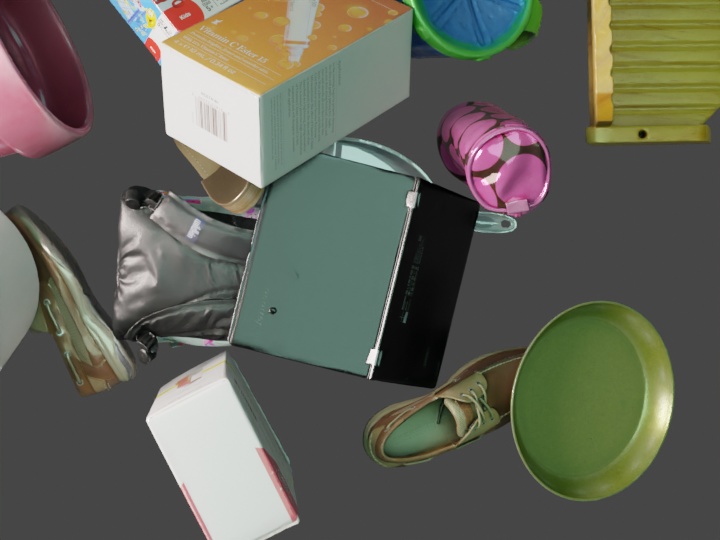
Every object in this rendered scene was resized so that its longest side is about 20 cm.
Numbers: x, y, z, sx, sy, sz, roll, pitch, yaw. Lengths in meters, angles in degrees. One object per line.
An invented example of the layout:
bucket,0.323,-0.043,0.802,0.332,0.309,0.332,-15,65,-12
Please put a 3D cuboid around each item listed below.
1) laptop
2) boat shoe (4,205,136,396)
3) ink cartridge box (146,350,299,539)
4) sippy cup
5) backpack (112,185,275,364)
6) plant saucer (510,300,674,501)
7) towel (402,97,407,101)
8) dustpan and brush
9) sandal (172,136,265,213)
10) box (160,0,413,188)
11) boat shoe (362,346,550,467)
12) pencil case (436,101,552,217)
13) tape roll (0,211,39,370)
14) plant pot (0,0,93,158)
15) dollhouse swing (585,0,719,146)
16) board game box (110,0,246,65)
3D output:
laptop,0.000,0.000,1.332,0.116,0.200,0.188,14,90,32
boat shoe,-0.292,0.032,1.367,0.072,0.076,0.200,-32,93,-2
ink cartridge box,-0.126,0.166,1.328,0.083,0.200,0.146,-27,95,-2
sippy cup,0.075,-0.260,1.363,0.140,0.130,0.178,-42,106,-21
backpack,-0.129,-0.004,1.357,0.199,0.127,0.168,4,108,-5
plant saucer,0.227,0.129,1.428,0.199,0.031,0.201,-3,96,-27
towel,-0.045,-0.245,1.411,0.144,0.024,0.201,-16,94,-5
dustpan and brush,0.052,-0.055,1.411,0.199,0.057,0.140,5,91,-7
sandal,-0.121,-0.116,1.354,0.078,0.212,0.070,-42,133,16
box,-0.063,-0.178,1.278,0.124,0.098,0.200,30,47,29
boat shoe,0.099,0.143,1.417,0.199,0.074,0.076,-28,95,-5
pencil case,0.126,-0.104,1.348,0.090,0.200,0.094,-3,103,-2
tape roll,-0.406,0.034,1.279,0.202,0.139,0.203,4,120,7
plant pot,-0.371,-0.176,1.301,0.178,0.200,0.201,-24,95,10
dollhouse swing,0.290,-0.226,1.377,0.181,0.176,0.201,-2,91,-7
board game box,-0.164,-0.319,1.320,0.200,0.056,0.196,-38,87,-34
